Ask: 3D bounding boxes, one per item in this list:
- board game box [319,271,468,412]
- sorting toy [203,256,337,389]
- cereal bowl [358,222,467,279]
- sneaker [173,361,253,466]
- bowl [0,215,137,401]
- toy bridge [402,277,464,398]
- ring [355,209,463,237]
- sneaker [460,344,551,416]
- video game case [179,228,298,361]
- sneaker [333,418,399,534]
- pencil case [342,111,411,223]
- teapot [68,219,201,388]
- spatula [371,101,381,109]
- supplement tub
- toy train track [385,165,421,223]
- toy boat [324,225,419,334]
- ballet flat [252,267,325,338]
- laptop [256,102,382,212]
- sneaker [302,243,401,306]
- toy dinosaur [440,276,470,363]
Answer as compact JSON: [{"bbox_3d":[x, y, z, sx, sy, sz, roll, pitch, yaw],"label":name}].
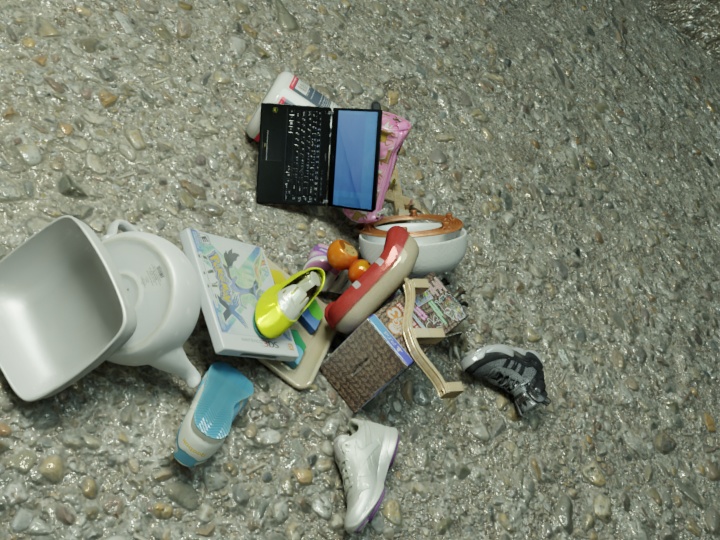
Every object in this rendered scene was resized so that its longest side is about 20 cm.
[{"bbox_3d":[0.056,0.116,1.541,0.097,0.159,0.200,50,41,7],"label":"board game box"},{"bbox_3d":[-0.133,0.073,1.519,0.200,0.036,0.186,36,42,-9],"label":"sorting toy"},{"bbox_3d":[0.096,-0.029,1.697,0.200,0.199,0.084,-19,111,-45],"label":"cereal bowl"},{"bbox_3d":[-0.213,0.199,1.332,0.076,0.081,0.200,37,23,-4],"label":"sneaker"},{"bbox_3d":[-0.392,0.053,1.239,0.201,0.199,0.075,58,12,19],"label":"bowl"},{"bbox_3d":[0.098,0.100,1.444,0.067,0.027,0.201,2,60,-37],"label":"toy bridge"},{"bbox_3d":[0.090,-0.089,1.732,0.200,0.200,0.019,-17,109,-44],"label":"ring"},{"bbox_3d":[0.273,0.201,1.700,0.199,0.075,0.114,8,50,-38],"label":"sneaker"},{"bbox_3d":[-0.182,0.040,1.423,0.182,0.022,0.201,15,49,-57],"label":"video game case"},{"bbox_3d":[-0.007,0.309,1.416,0.099,0.075,0.200,23,40,-2],"label":"sneaker"},{"bbox_3d":[0.027,-0.184,1.672,0.086,0.201,0.083,18,27,5],"label":"pencil case"},{"bbox_3d":[-0.304,0.042,1.331,0.196,0.201,0.146,16,-5,19],"label":"teapot"},{"bbox_3d":[0.037,-0.292,1.950,0.056,0.021,0.201,3,48,-5],"label":"spatula"},{"bbox_3d":[-0.098,-0.260,1.739,0.199,0.140,0.141,33,43,-12],"label":"supplement tub"},{"bbox_3d":[0.076,-0.184,1.893,0.114,0.033,0.201,15,48,-29],"label":"toy train track"},{"bbox_3d":[0.000,0.000,1.534,0.131,0.131,0.200,44,82,4],"label":"toy boat"},{"bbox_3d":[-0.105,0.041,1.461,0.067,0.067,0.200,56,25,-7],"label":"ballet flat"},{"bbox_3d":[-0.074,-0.197,1.627,0.199,0.103,0.178,2,97,-12],"label":"laptop"},{"bbox_3d":[-0.014,0.010,1.641,0.199,0.081,0.089,26,26,-24],"label":"sneaker"},{"bbox_3d":[0.133,0.064,1.702,0.200,0.077,0.102,38,74,14],"label":"toy dinosaur"}]
